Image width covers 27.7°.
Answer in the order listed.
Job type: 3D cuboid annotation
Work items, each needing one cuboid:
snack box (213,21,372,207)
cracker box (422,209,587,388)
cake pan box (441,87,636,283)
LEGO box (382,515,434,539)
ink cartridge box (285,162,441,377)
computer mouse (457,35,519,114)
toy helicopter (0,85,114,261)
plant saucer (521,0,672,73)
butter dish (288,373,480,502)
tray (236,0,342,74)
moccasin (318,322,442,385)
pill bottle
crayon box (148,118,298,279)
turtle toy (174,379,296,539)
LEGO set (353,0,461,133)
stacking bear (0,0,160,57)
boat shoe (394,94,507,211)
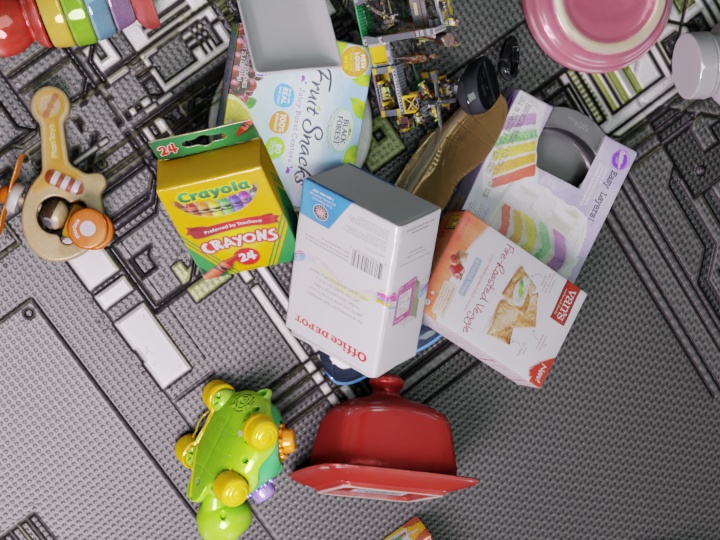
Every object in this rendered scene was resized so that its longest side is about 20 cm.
[{"bbox_3d":[-0.083,-0.179,1.719,0.167,0.068,0.202,9,99,-15],"label":"snack box"},{"bbox_3d":[0.162,0.035,1.761,0.199,0.058,0.135,33,78,-21],"label":"cracker box"},{"bbox_3d":[0.226,-0.106,1.818,0.183,0.052,0.201,26,94,-19],"label":"cake pan box"},{"bbox_3d":[0.037,0.438,1.855,0.199,0.077,0.150,-34,106,-5],"label":"LEGO box"},{"bbox_3d":[0.000,0.000,1.674,0.084,0.144,0.202,-24,132,-46],"label":"ink cartridge box"},{"bbox_3d":[0.150,-0.233,1.720,0.034,0.200,0.059,-8,110,26],"label":"computer mouse"},{"bbox_3d":[-0.358,-0.110,1.673,0.131,0.079,0.202,-5,91,-4],"label":"toy helicopter"},{"bbox_3d":[0.298,-0.343,1.792,0.198,0.051,0.203,-2,101,-13],"label":"plant saucer"},{"bbox_3d":[0.028,0.200,1.774,0.198,0.199,0.149,7,75,-16],"label":"butter dish"},{"bbox_3d":[-0.094,-0.313,1.671,0.106,0.022,0.202,-7,71,-20],"label":"tray"},{"bbox_3d":[0.041,0.068,1.782,0.199,0.081,0.068,-35,129,-6],"label":"moccasin"},{"bbox_3d":[0.498,-0.262,1.823,0.198,0.112,0.113,-4,101,-13],"label":"pill bottle"},{"bbox_3d":[-0.151,-0.078,1.656,0.126,0.051,0.201,-12,140,10],"label":"crayon box"},{"bbox_3d":[-0.149,0.234,1.753,0.101,0.145,0.201,24,95,-38],"label":"turtle toy"},{"bbox_3d":[0.083,-0.265,1.691,0.153,0.115,0.202,-18,103,-56],"label":"LEGO set"},{"bbox_3d":[-0.335,-0.296,1.619,0.198,0.114,0.123,-20,104,-5],"label":"stacking bear"},{"bbox_3d":[0.098,-0.141,1.769,0.074,0.069,0.201,36,93,-38],"label":"boat shoe"}]
